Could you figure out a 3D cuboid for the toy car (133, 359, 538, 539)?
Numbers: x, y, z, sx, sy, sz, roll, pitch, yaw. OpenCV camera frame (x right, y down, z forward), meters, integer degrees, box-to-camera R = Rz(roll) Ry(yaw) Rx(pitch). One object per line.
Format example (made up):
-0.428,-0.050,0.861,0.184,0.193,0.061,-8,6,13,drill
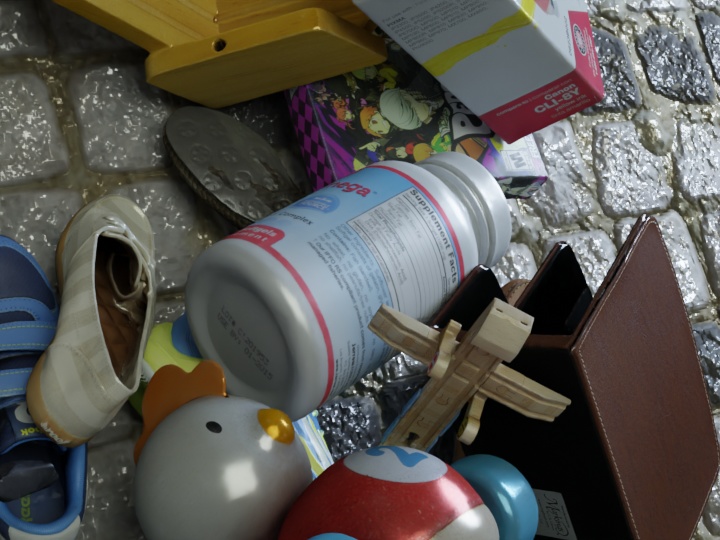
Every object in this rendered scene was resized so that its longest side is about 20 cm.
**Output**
-0.045,0.118,0.666,0.200,0.177,0.184,49,28,16,toy car

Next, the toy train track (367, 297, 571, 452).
0.040,0.083,0.719,0.114,0.201,0.033,27,52,-4,toy train track

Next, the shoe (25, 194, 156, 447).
-0.141,0.017,0.751,0.070,0.053,0.201,40,28,-27,shoe

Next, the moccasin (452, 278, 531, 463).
0.100,0.098,0.880,0.073,0.078,0.203,29,62,-17,moccasin

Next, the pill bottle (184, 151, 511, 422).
0.000,0.000,0.783,0.199,0.108,0.110,-30,88,-40,pill bottle

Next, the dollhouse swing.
-0.094,-0.237,0.820,0.179,0.176,0.203,-13,69,15,dollhouse swing

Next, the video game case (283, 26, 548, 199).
0.026,-0.142,0.927,0.179,0.036,0.202,-3,65,-31,video game case

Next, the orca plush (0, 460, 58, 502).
-0.207,0.098,0.665,0.071,0.198,0.106,49,58,-33,orca plush

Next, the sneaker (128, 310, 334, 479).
-0.047,0.090,0.807,0.200,0.076,0.105,42,58,-8,sneaker

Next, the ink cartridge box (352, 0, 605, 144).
0.074,-0.198,0.859,0.199,0.083,0.147,31,46,-49,ink cartridge box

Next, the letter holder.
0.138,0.079,0.794,0.142,0.100,0.202,-50,128,-40,letter holder

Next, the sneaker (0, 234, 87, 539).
-0.190,0.070,0.734,0.073,0.082,0.203,-6,74,-27,sneaker

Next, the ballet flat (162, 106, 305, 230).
-0.053,-0.033,0.869,0.199,0.046,0.068,37,54,-7,ballet flat
